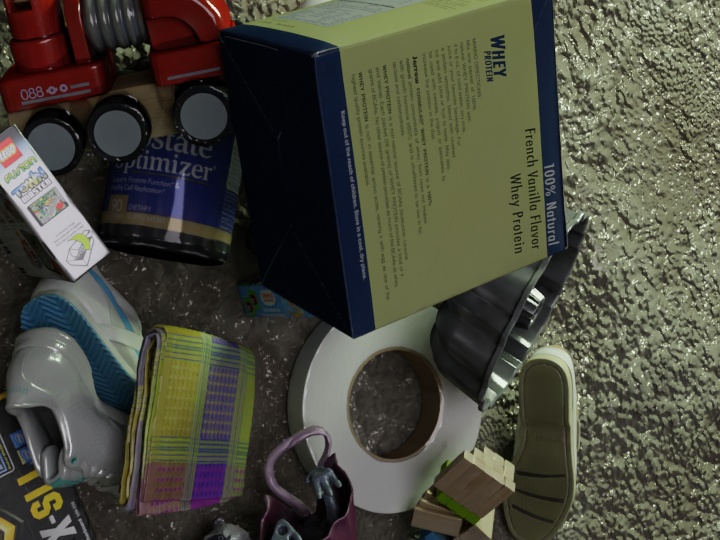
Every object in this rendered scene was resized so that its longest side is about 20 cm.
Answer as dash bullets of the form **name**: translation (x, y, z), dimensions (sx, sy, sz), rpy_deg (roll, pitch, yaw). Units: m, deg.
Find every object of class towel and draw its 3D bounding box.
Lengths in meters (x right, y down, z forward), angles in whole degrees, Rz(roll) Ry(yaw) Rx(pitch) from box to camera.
- **towel**: translation (-0.137, 0.123, 1.012), dimensions (0.200, 0.022, 0.146), rpy_deg (21, 74, -70)

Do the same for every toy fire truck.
- **toy fire truck**: translation (-0.184, -0.195, 0.906), dimensions (0.174, 0.129, 0.202), rpy_deg (-11, 114, 1)

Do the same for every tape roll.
- **tape roll**: translation (0.026, 0.126, 1.163), dimensions (0.200, 0.037, 0.206), rpy_deg (0, 89, -29)

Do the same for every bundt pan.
- **bundt pan**: translation (0.127, 0.022, 1.113), dimensions (0.075, 0.202, 0.203), rpy_deg (27, 72, 15)

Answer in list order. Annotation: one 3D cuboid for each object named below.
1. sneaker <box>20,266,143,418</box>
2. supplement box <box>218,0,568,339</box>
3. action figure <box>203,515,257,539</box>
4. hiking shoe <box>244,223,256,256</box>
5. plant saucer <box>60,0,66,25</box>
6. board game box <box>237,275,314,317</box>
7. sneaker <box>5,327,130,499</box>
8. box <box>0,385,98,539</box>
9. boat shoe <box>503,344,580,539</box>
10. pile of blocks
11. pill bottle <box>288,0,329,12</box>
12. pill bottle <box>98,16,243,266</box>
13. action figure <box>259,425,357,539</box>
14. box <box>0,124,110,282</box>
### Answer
- **sneaker**: translation (-0.200, 0.078, 1.016), dimensions (0.081, 0.076, 0.201), rpy_deg (-78, 149, -55)
- **supplement box**: translation (0.028, -0.092, 0.887), dimensions (0.198, 0.134, 0.202), rpy_deg (-21, 117, -28)
- **action figure**: translation (-0.153, 0.290, 1.021), dimensions (0.195, 0.104, 0.201), rpy_deg (-57, 148, -24)
- **hiking shoe**: translation (-0.011, -0.061, 1.088), dimensions (0.199, 0.075, 0.087), rpy_deg (-35, 108, 10)
- **plant saucer**: translation (-0.197, -0.275, 1.004), dimensions (0.197, 0.037, 0.203), rpy_deg (-1, 72, 4)
- **board game box**: translation (0.000, 0.000, 1.058), dimensions (0.150, 0.199, 0.037), rpy_deg (-22, 100, -27)
- **sneaker**: translation (-0.217, 0.142, 0.959), dimensions (0.201, 0.074, 0.089), rpy_deg (57, 25, -35)
- **box**: translation (-0.300, 0.211, 0.978), dimensions (0.159, 0.049, 0.202), rpy_deg (-26, 101, -28)
- **boat shoe**: translation (0.188, 0.173, 1.226), dimensions (0.068, 0.074, 0.203), rpy_deg (-33, 131, -63)
- **pile of blocks**: translation (0.088, 0.235, 1.162), dimensions (0.081, 0.062, 0.202), rpy_deg (15, 122, 2)
- **pill bottle**: translation (-0.028, -0.172, 1.042), dimensions (0.111, 0.199, 0.114), rpy_deg (2, 85, -26)
- **pill bottle**: translation (-0.150, -0.111, 1.029), dimensions (0.111, 0.111, 0.203), rpy_deg (11, 84, -28)
- **action figure**: translation (-0.035, 0.264, 1.097), dimensions (0.133, 0.150, 0.201), rpy_deg (-27, 138, 0)
- **box**: translation (-0.255, -0.047, 0.919), dimensions (0.035, 0.199, 0.111), rpy_deg (-40, 107, -19)
